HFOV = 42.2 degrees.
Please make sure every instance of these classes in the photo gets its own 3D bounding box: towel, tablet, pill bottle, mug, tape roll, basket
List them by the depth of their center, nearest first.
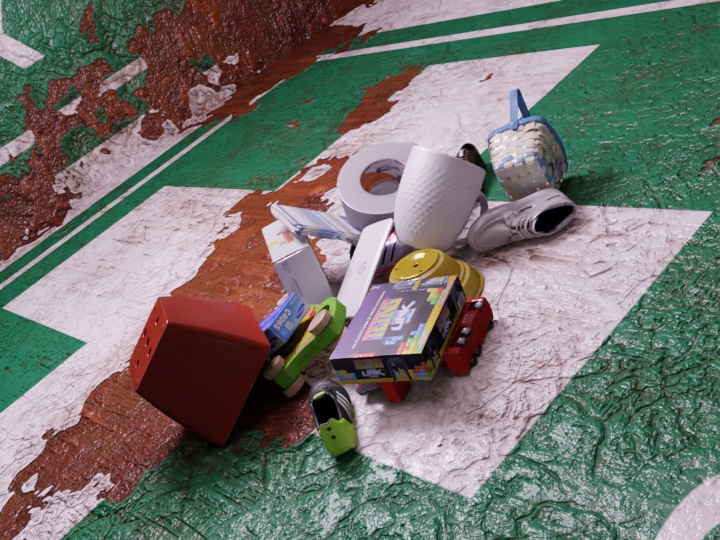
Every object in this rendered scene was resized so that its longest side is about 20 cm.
[{"bbox_3d":[0.158,-0.118,1.755,0.147,0.198,0.177,25,96,59],"label":"mug"},{"bbox_3d":[0.000,0.000,1.764,0.130,0.014,0.202,-15,51,64],"label":"tablet"},{"bbox_3d":[0.327,-0.229,1.816,0.138,0.177,0.202,-17,46,23],"label":"basket"},{"bbox_3d":[-0.073,-0.091,1.885,0.198,0.024,0.147,8,19,-31],"label":"towel"},{"bbox_3d":[0.054,-0.169,1.902,0.197,0.067,0.202,-8,49,9],"label":"tape roll"},{"bbox_3d":[0.081,-0.200,2.069,0.115,0.117,0.201,-13,29,29],"label":"pill bottle"}]

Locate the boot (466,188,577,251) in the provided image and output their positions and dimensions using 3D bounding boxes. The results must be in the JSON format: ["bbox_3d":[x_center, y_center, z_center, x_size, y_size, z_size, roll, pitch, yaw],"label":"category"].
[{"bbox_3d":[0.292,-0.087,1.691,0.198,0.074,0.096,-28,18,-1],"label":"boot"}]

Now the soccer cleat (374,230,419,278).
[{"bbox_3d":[0.074,-0.050,1.834,0.198,0.077,0.067,-27,8,-2],"label":"soccer cleat"}]

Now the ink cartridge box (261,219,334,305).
[{"bbox_3d":[-0.125,-0.010,1.894,0.083,0.146,0.200,-26,25,-1],"label":"ink cartridge box"}]

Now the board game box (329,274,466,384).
[{"bbox_3d":[0.063,0.093,1.488,0.163,0.057,0.201,-6,32,29],"label":"board game box"}]

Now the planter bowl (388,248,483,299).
[{"bbox_3d":[0.113,0.020,1.667,0.198,0.084,0.201,-23,26,12],"label":"planter bowl"}]

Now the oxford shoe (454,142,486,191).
[{"bbox_3d":[0.219,-0.209,1.985,0.072,0.085,0.201,-16,29,19],"label":"oxford shoe"}]

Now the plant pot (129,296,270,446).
[{"bbox_3d":[-0.294,0.153,1.629,0.202,0.175,0.200,-63,24,9],"label":"plant pot"}]

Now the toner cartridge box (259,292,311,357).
[{"bbox_3d":[-0.170,0.121,1.714,0.200,0.043,0.095,-40,13,52],"label":"toner cartridge box"}]

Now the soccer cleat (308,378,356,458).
[{"bbox_3d":[-0.050,0.214,1.476,0.067,0.082,0.200,-28,25,0],"label":"soccer cleat"}]

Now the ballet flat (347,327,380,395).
[{"bbox_3d":[-0.001,0.143,1.585,0.071,0.069,0.201,-36,26,11],"label":"ballet flat"}]

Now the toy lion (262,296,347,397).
[{"bbox_3d":[-0.097,0.120,1.670,0.200,0.068,0.192,-45,16,22],"label":"toy lion"}]

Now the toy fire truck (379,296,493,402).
[{"bbox_3d":[0.124,0.124,1.502,0.140,0.049,0.201,-9,32,34],"label":"toy fire truck"}]

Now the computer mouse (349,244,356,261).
[{"bbox_3d":[0.068,-0.058,1.907,0.198,0.044,0.110,-26,28,11],"label":"computer mouse"}]
